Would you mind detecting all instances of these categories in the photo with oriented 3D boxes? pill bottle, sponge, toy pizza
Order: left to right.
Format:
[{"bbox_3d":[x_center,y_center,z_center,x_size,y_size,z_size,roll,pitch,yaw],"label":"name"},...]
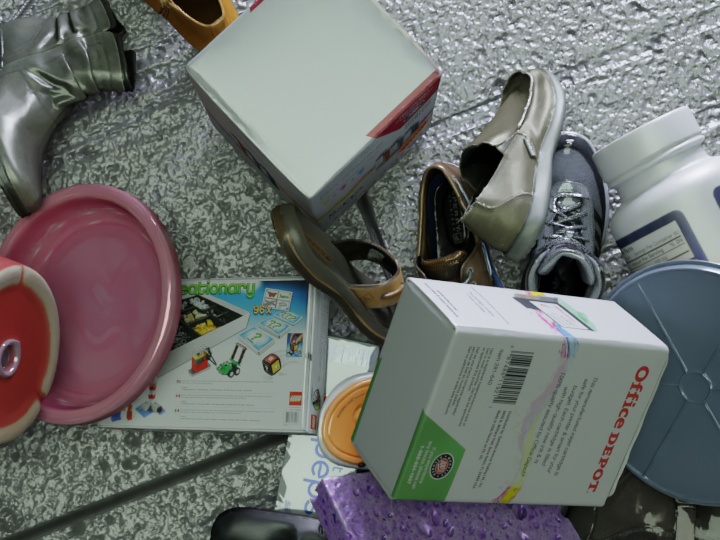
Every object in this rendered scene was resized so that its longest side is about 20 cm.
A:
[{"bbox_3d":[0.070,0.198,1.131,0.199,0.030,0.112,-4,49,-33],"label":"sponge"},{"bbox_3d":[0.276,-0.027,1.217,0.119,0.120,0.201,-26,86,-2],"label":"pill bottle"},{"bbox_3d":[0.268,0.088,1.161,0.199,0.032,0.201,11,109,32],"label":"toy pizza"}]

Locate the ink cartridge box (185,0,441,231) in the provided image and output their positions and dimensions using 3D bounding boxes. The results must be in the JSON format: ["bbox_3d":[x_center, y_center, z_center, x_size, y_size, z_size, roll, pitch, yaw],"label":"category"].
[{"bbox_3d":[-0.034,-0.139,1.210,0.145,0.200,0.145,-44,86,-4],"label":"ink cartridge box"}]

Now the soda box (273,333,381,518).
[{"bbox_3d":[-0.030,0.156,1.233,0.063,0.068,0.201,10,82,4],"label":"soda box"}]

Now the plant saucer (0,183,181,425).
[{"bbox_3d":[-0.226,0.030,1.236,0.199,0.051,0.202,-6,77,27],"label":"plant saucer"}]

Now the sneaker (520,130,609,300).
[{"bbox_3d":[0.173,-0.025,1.229,0.075,0.114,0.201,6,82,2],"label":"sneaker"}]

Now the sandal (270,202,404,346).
[{"bbox_3d":[0.000,0.000,1.195,0.054,0.200,0.082,-35,42,12],"label":"sandal"}]

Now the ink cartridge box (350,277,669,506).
[{"bbox_3d":[0.113,0.095,1.115,0.199,0.084,0.145,7,114,-30],"label":"ink cartridge box"}]

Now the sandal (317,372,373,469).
[{"bbox_3d":[0.066,0.128,1.199,0.206,0.059,0.080,8,84,-25],"label":"sandal"}]

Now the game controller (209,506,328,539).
[{"bbox_3d":[-0.074,0.276,1.187,0.104,0.042,0.201,12,119,11],"label":"game controller"}]

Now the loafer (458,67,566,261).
[{"bbox_3d":[0.123,-0.100,1.224,0.069,0.075,0.201,20,47,-11],"label":"loafer"}]

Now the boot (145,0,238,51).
[{"bbox_3d":[-0.171,-0.268,1.259,0.071,0.144,0.201,-40,83,-5],"label":"boot"}]

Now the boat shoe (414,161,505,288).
[{"bbox_3d":[0.078,0.006,1.238,0.072,0.072,0.201,-18,74,21],"label":"boat shoe"}]

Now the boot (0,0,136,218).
[{"bbox_3d":[-0.255,-0.149,1.263,0.130,0.068,0.201,-13,62,1],"label":"boot"}]

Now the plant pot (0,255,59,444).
[{"bbox_3d":[-0.350,0.056,1.174,0.176,0.200,0.202,7,82,20],"label":"plant pot"}]

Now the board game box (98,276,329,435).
[{"bbox_3d":[-0.123,0.071,1.227,0.199,0.035,0.127,-1,79,25],"label":"board game box"}]

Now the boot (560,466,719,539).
[{"bbox_3d":[0.234,0.227,1.215,0.173,0.069,0.201,11,80,4],"label":"boot"}]
